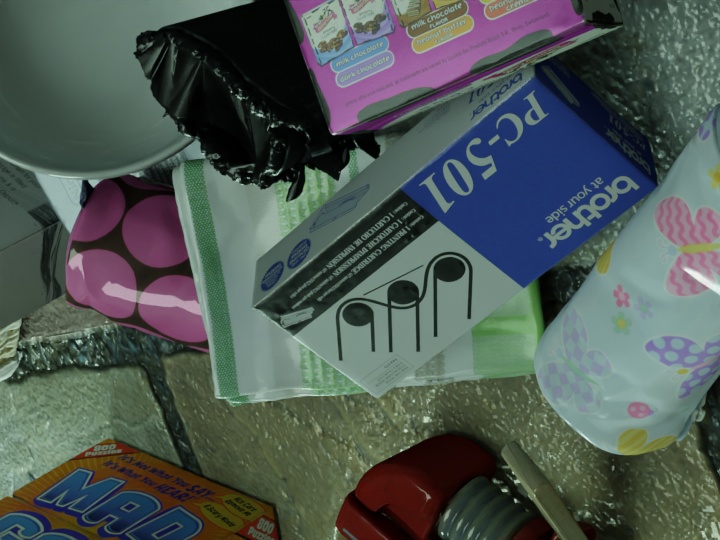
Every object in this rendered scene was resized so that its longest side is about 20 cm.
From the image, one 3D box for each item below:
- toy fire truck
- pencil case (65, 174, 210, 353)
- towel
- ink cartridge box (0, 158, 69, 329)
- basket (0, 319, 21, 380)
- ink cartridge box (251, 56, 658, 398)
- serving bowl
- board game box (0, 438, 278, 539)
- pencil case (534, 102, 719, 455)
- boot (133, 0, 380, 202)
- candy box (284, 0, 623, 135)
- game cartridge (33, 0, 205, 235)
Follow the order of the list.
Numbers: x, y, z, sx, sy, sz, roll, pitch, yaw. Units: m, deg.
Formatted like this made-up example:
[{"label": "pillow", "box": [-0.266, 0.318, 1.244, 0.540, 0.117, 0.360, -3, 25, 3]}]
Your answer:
[{"label": "toy fire truck", "box": [0.072, 0.154, 0.962, 0.176, 0.128, 0.201, 37, 124, 27]}, {"label": "pencil case", "box": [-0.081, 0.004, 1.010, 0.198, 0.094, 0.091, 19, 153, 7]}, {"label": "towel", "box": [0.000, 0.000, 0.923, 0.198, 0.031, 0.151, -5, 109, 15]}, {"label": "ink cartridge box", "box": [-0.270, -0.037, 1.146, 0.146, 0.199, 0.085, 38, 139, 25]}, {"label": "basket", "box": [-0.394, 0.007, 1.309, 0.198, 0.199, 0.162, 42, 135, 21]}, {"label": "ink cartridge box", "box": [0.045, -0.023, 0.843, 0.094, 0.044, 0.200, 36, 121, -26]}, {"label": "serving bowl", "box": [-0.161, -0.149, 0.994, 0.201, 0.199, 0.066, 57, 174, 5]}, {"label": "board game box", "box": [-0.186, 0.280, 1.240, 0.199, 0.199, 0.202, 14, 122, 42]}, {"label": "pencil case", "box": [0.161, 0.008, 0.795, 0.091, 0.083, 0.201, 43, 138, 13]}, {"label": "boot", "box": [-0.050, -0.130, 0.879, 0.198, 0.162, 0.074, 44, 136, 20]}, {"label": "candy box", "box": [0.020, -0.180, 0.756, 0.135, 0.061, 0.202, -20, 88, 26]}, {"label": "game cartridge", "box": [-0.153, -0.088, 1.073, 0.132, 0.041, 0.201, -26, 92, 26]}]
